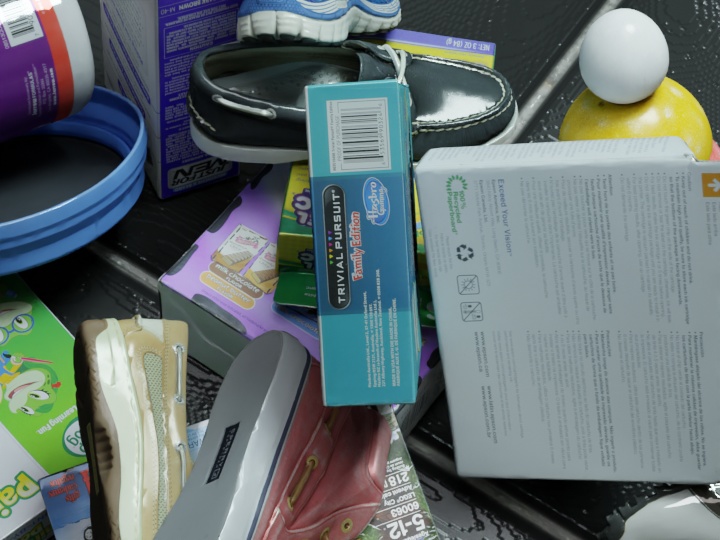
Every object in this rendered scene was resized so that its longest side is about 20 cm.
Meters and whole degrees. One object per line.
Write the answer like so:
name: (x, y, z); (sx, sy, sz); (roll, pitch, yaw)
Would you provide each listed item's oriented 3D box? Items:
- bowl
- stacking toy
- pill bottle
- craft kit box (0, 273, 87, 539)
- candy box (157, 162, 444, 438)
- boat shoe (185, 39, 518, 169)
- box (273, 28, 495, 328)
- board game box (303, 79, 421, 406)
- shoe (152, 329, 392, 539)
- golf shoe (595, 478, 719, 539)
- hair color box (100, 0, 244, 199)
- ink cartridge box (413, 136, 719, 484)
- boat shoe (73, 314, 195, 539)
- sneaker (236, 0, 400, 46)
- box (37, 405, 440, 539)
bowl: (-0.228, -0.057, 1.101); (0.199, 0.040, 0.201); (-6, 31, 4)
stacking toy: (0.160, -0.064, 1.012); (0.145, 0.201, 0.147); (-6, 41, 5)
pill bottle: (-0.268, -0.117, 1.063); (0.199, 0.113, 0.113); (-24, 61, -23)
craft kit box: (-0.256, 0.091, 1.044); (0.200, 0.049, 0.198); (-35, 69, -25)
candy box: (0.000, 0.000, 1.113); (0.167, 0.072, 0.200); (32, 59, 15)
boat shoe: (-0.003, -0.102, 1.047); (0.199, 0.060, 0.076); (-6, 55, -7)
box: (0.015, -0.060, 1.083); (0.117, 0.048, 0.201); (8, 57, 1)
board game box: (0.004, -0.021, 0.923); (0.047, 0.200, 0.152); (-3, 95, 3)
shoe: (-0.046, 0.133, 0.898); (0.091, 0.071, 0.201); (38, 52, -25)
golf shoe: (0.238, 0.168, 1.022); (0.199, 0.078, 0.095); (0, 56, -5)
hair color box: (-0.120, -0.152, 1.124); (0.065, 0.200, 0.110); (-18, 59, -18)
ink cartridge box: (0.139, 0.025, 0.982); (0.199, 0.201, 0.041); (1, 25, 19)
boat shoe: (-0.102, 0.121, 0.936); (0.076, 0.072, 0.201); (-4, 80, -19)
sneaker: (-0.020, -0.185, 1.059); (0.078, 0.090, 0.200); (4, 13, 10)
box: (-0.062, 0.148, 0.981); (0.199, 0.038, 0.137); (-20, 78, -5)
